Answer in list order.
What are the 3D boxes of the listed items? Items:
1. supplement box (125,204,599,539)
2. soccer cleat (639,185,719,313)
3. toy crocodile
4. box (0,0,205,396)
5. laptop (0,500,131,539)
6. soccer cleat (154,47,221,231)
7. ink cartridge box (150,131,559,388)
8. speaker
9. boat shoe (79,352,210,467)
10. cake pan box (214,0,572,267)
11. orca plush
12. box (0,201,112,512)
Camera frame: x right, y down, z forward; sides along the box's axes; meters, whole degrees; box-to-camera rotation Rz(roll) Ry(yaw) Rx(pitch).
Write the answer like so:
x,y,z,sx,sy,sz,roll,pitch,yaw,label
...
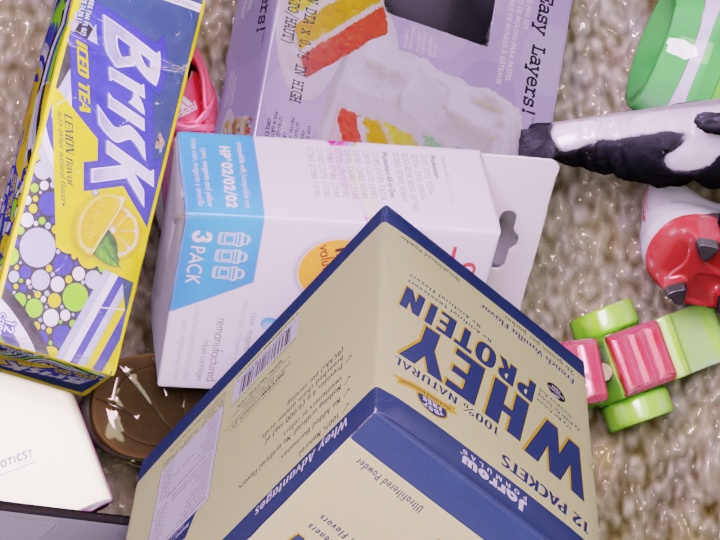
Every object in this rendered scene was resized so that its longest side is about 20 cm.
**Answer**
x,y,z,sx,sy,sz,roll,pitch,yaw,label
-0.004,0.117,1.275,0.134,0.200,0.200,37,113,-16,supplement box
0.236,0.009,1.501,0.199,0.085,0.069,24,120,-22,soccer cleat
0.114,0.057,1.466,0.199,0.062,0.068,-13,83,-24,toy crocodile
-0.137,-0.046,1.354,0.070,0.064,0.201,17,74,-16,box
-0.214,0.212,1.322,0.200,0.187,0.116,-40,60,25,laptop
-0.088,-0.063,1.447,0.066,0.076,0.201,-29,88,-12,soccer cleat
0.000,0.000,1.377,0.198,0.116,0.068,3,40,-12,ink cartridge box
0.251,-0.090,1.507,0.199,0.088,0.089,20,79,-7,speaker
-0.053,0.076,1.440,0.199,0.066,0.075,9,79,-22,boat shoe
0.021,-0.111,1.458,0.183,0.052,0.202,18,77,-31,cake pan box
0.181,-0.051,1.417,0.198,0.105,0.072,-8,97,6,orca plush
-0.245,0.059,1.393,0.175,0.097,0.201,-21,87,-12,box
